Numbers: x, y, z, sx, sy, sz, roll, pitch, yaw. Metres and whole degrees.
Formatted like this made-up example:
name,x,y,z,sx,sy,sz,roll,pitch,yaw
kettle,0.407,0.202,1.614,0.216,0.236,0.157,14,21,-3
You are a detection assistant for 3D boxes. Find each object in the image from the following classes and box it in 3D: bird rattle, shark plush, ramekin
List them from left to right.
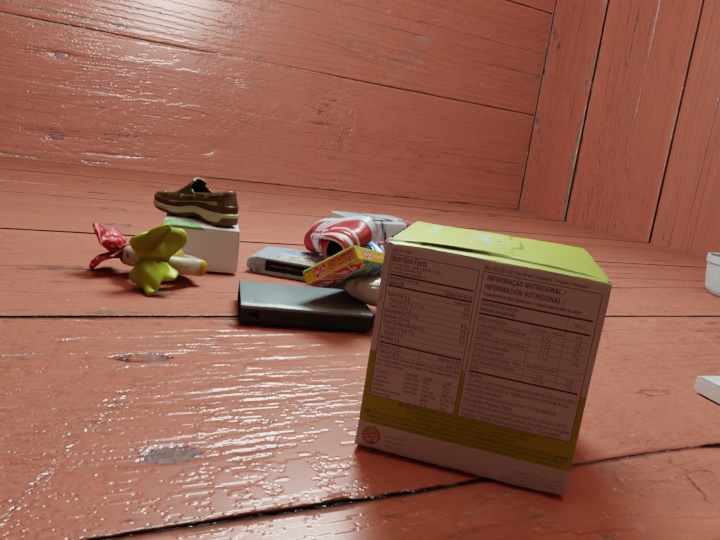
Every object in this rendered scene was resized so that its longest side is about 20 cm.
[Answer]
name,x,y,z,sx,sy,sz,roll,pitch,yaw
bird rattle,-0.350,-0.014,1.053,0.197,0.116,0.161,1,-7,41
shark plush,0.065,0.036,1.008,0.082,0.093,0.198,-10,-9,41
ramekin,1.056,0.024,1.747,0.195,0.108,0.200,7,12,-2

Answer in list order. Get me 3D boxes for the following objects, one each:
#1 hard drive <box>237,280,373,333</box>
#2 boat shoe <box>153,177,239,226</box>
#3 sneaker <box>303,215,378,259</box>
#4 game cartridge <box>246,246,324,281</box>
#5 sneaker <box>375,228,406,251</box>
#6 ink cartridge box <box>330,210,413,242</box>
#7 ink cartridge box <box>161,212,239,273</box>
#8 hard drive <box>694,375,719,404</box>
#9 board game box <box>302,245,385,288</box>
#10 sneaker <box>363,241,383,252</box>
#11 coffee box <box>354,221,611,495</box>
name,x,y,z,sx,sy,sz,roll,pitch,yaw
hard drive,-0.089,0.054,0.975,0.195,0.034,0.140,6,12,-14
boat shoe,-0.310,-0.140,1.205,0.198,0.077,0.074,14,13,24
sneaker,-0.068,-0.050,1.217,0.198,0.072,0.112,-10,22,47
game cartridge,-0.115,-0.011,1.263,0.195,0.043,0.133,10,16,5
sneaker,0.081,-0.059,1.491,0.196,0.090,0.073,13,13,22
ink cartridge box,0.032,-0.096,1.641,0.196,0.086,0.144,1,13,-32
ink cartridge box,-0.313,-0.062,1.238,0.143,0.086,0.200,5,13,-15
hard drive,0.586,0.181,0.870,0.196,0.027,0.132,5,13,-20
board game box,0.000,0.000,0.998,0.094,0.031,0.199,-26,-13,23
sneaker,0.033,0.016,1.176,0.082,0.072,0.200,-33,39,-11
coffee box,0.122,0.069,0.644,0.195,0.203,0.200,10,12,11
